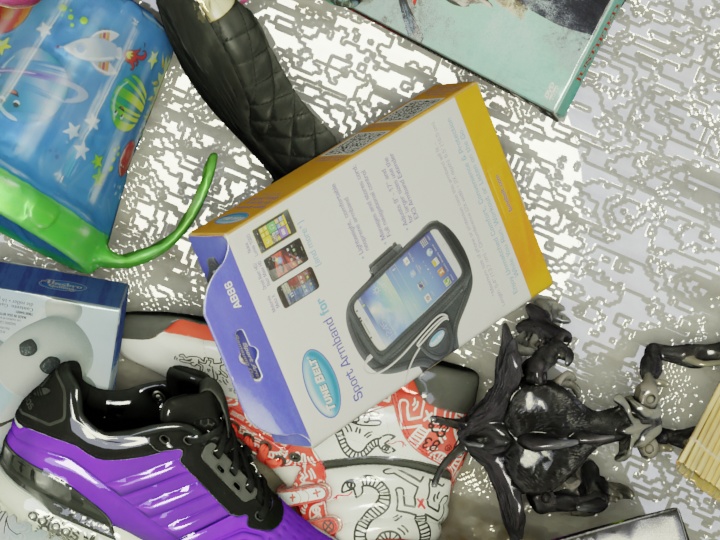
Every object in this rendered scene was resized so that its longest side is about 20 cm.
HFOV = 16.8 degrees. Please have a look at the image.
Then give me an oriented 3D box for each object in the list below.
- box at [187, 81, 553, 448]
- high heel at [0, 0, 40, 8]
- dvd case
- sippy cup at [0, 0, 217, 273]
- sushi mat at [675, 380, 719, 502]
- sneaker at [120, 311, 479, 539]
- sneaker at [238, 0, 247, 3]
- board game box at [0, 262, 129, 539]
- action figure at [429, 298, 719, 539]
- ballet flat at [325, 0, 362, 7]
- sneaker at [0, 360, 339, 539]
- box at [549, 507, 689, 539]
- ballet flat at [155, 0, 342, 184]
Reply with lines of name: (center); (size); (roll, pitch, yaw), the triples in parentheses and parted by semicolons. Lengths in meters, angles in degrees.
box: (0.000, 0.000, 1.227); (0.199, 0.041, 0.120); (-31, 109, -30)
high heel: (-0.157, -0.206, 1.196); (0.067, 0.200, 0.096); (29, 119, -14)
dvd case: (0.052, -0.186, 1.256); (0.199, 0.022, 0.147); (30, 95, 21)
sippy cup: (-0.165, -0.087, 1.249); (0.178, 0.139, 0.131); (35, 81, -38)
sushi mat: (0.237, 0.049, 1.260); (0.096, 0.012, 0.200); (41, 63, -16)
sneaker: (-0.042, 0.087, 1.287); (0.200, 0.067, 0.109); (11, 92, -4)
sneaker: (-0.085, -0.237, 1.226); (0.088, 0.081, 0.201); (12, 67, -33)
board game box: (-0.232, 0.087, 1.272); (0.199, 0.043, 0.200); (10, 110, -2)
action figure: (0.120, 0.077, 1.274); (0.199, 0.102, 0.120); (-5, 97, -16)
ballet flat: (0.039, -0.210, 1.215); (0.074, 0.074, 0.200); (42, 110, -3)
sneaker: (-0.081, 0.104, 1.221); (0.199, 0.070, 0.100); (22, 106, -14)
box: (0.090, 0.155, 1.228); (0.142, 0.200, 0.036); (-16, 81, 0)
ballet flat: (-0.044, -0.091, 1.246); (0.057, 0.066, 0.200); (-46, 132, -11)
